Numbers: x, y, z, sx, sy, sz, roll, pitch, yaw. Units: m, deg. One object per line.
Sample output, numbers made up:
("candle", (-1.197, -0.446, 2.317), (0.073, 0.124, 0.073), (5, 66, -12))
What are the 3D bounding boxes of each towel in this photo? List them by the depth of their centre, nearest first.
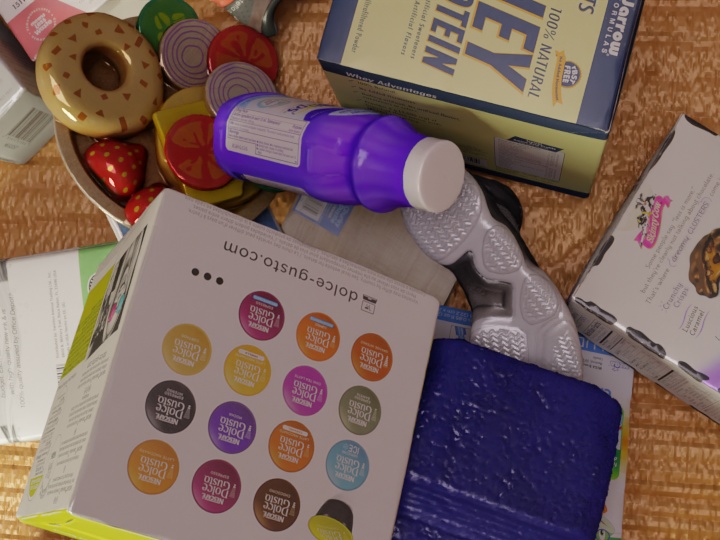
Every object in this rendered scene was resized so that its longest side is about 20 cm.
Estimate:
("towel", (0.085, 0.158, 0.751), (0.146, 0.050, 0.202), (19, 71, -1))

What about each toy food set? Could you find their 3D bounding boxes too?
("toy food set", (-0.142, -0.121, 0.887), (0.196, 0.049, 0.202), (-19, 79, -28))

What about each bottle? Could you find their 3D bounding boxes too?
("bottle", (-0.017, -0.082, 0.789), (0.199, 0.083, 0.066), (18, 109, 43))

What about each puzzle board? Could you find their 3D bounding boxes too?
("puzzle board", (0.000, 0.000, 0.919), (0.149, 0.017, 0.202), (28, 92, 10))

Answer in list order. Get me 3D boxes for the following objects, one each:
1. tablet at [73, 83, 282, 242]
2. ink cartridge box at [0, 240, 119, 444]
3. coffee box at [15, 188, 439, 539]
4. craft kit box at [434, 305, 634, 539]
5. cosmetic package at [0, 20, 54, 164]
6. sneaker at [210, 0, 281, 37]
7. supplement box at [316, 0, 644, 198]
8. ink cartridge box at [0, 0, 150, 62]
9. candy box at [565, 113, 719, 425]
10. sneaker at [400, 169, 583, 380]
("tablet", (-0.139, -0.053, 0.899), (0.129, 0.014, 0.202), (-23, 81, -28))
("ink cartridge box", (-0.258, 0.063, 0.924), (0.197, 0.084, 0.149), (-7, 87, 9))
("coffee box", (-0.092, 0.096, 0.752), (0.197, 0.200, 0.200), (21, 69, -20))
("craft kit box", (0.096, 0.129, 0.826), (0.197, 0.049, 0.200), (12, 55, 4))
("cosmetic package", (-0.338, -0.190, 0.938), (0.074, 0.102, 0.200), (-42, 81, 4))
("sneaker", (-0.037, -0.275, 0.918), (0.082, 0.077, 0.200), (41, 91, -22))
("supplement box", (0.092, -0.158, 0.808), (0.197, 0.200, 0.136), (15, 84, 9))
("ink cartridge box", (-0.272, -0.282, 0.946), (0.116, 0.067, 0.201), (-36, 83, 6))
("candy box", (0.271, 0.013, 0.826), (0.199, 0.072, 0.169), (33, 78, 9))
("sneaker", (0.107, 0.002, 0.836), (0.075, 0.114, 0.202), (-30, 94, 20))
